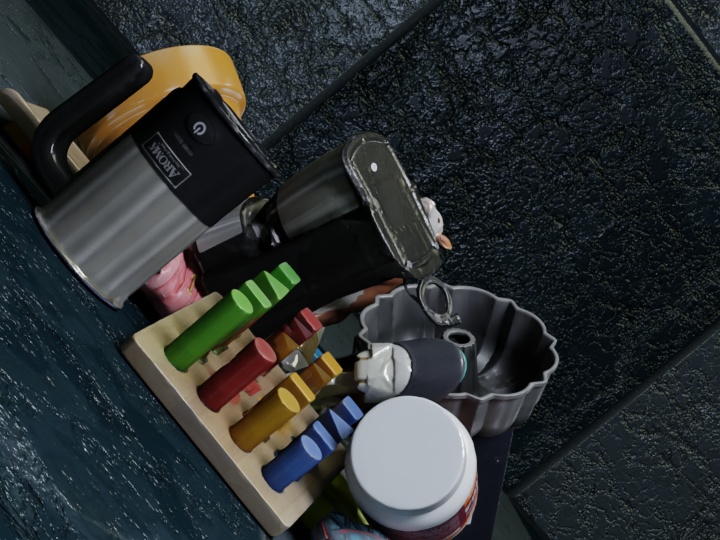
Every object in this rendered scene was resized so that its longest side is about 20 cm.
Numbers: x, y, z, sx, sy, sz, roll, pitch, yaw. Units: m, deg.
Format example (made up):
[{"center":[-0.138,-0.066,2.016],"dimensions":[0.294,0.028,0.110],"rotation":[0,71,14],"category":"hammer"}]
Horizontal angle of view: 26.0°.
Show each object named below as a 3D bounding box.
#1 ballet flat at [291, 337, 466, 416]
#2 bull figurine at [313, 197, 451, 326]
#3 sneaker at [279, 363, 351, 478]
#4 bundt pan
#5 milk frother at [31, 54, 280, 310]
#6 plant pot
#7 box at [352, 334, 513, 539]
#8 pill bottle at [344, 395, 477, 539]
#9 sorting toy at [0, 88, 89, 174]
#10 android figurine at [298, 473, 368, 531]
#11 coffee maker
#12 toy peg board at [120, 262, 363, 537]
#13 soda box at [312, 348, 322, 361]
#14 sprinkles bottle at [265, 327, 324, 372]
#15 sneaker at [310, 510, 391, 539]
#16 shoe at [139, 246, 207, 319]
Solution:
[{"center":[0.003,0.103,1.432],"dimensions":[0.073,0.200,0.073],"rotation":[18,65,-46],"category":"ballet flat"},{"center":[0.000,0.000,1.589],"dimensions":[0.121,0.200,0.065],"rotation":[-7,62,-54],"category":"bull figurine"},{"center":[-0.054,0.134,1.584],"dimensions":[0.200,0.088,0.076],"rotation":[53,3,-7],"category":"sneaker"},{"center":[0.091,0.096,1.542],"dimensions":[0.202,0.201,0.076],"rotation":[-126,-143,-49],"category":"bundt pan"},{"center":[-0.178,-0.076,1.411],"dimensions":[0.181,0.188,0.200],"rotation":[53,4,29],"category":"milk frother"},{"center":[-0.207,-0.126,1.775],"dimensions":[0.184,0.200,0.200],"rotation":[67,7,15],"category":"plant pot"},{"center":[0.064,0.189,1.649],"dimensions":[0.182,0.104,0.201],"rotation":[-127,-144,-47],"category":"box"},{"center":[0.046,0.177,1.370],"dimensions":[0.114,0.114,0.200],"rotation":[51,-7,16],"category":"pill bottle"},{"center":[-0.285,-0.092,1.552],"dimensions":[0.185,0.036,0.200],"rotation":[51,-2,2],"category":"sorting toy"},{"center":[-0.054,0.187,1.460],"dimensions":[0.200,0.041,0.182],"rotation":[51,3,-3],"category":"android figurine"},{"center":[-0.040,-0.005,1.457],"dimensions":[0.135,0.200,0.193],"rotation":[12,57,-56],"category":"coffee maker"},{"center":[-0.073,0.093,1.327],"dimensions":[0.199,0.098,0.200],"rotation":[50,18,2],"category":"toy peg board"},{"center":[-0.119,0.060,1.771],"dimensions":[0.200,0.068,0.064],"rotation":[50,4,-7],"category":"soda box"},{"center":[-0.070,0.055,1.698],"dimensions":[0.068,0.068,0.200],"rotation":[49,35,-23],"category":"sprinkles bottle"},{"center":[0.024,0.260,1.360],"dimensions":[0.096,0.079,0.200],"rotation":[50,2,38],"category":"sneaker"},{"center":[-0.187,-0.012,1.518],"dimensions":[0.091,0.071,0.200],"rotation":[59,4,-31],"category":"shoe"}]
